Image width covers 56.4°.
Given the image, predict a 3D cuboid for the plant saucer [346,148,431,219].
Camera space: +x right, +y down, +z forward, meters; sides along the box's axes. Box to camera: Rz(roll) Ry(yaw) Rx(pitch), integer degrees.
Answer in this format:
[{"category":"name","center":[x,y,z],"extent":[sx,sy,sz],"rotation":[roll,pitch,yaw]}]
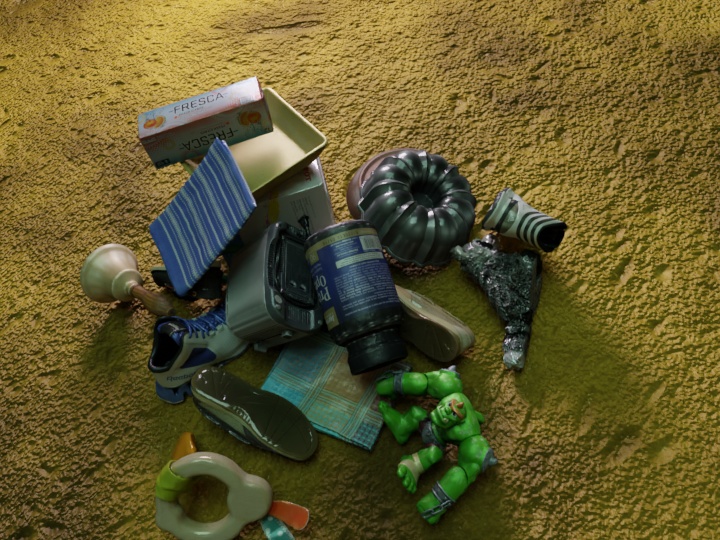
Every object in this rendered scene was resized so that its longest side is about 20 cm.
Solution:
[{"category":"plant saucer","center":[0.069,-0.152,1.186],"extent":[0.198,0.037,0.202],"rotation":[-6,52,8]}]

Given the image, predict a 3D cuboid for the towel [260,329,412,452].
[{"category":"towel","center":[-0.041,0.164,0.983],"extent":[0.198,0.022,0.147],"rotation":[17,60,23]}]

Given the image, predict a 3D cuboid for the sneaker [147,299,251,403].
[{"category":"sneaker","center":[-0.243,0.100,1.014],"extent":[0.080,0.116,0.199],"rotation":[32,65,29]}]

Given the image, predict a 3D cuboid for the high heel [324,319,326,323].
[{"category":"high heel","center":[0.000,0.000,1.070],"extent":[0.198,0.072,0.143],"rotation":[-24,57,-1]}]

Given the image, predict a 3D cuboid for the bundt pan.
[{"category":"bundt pan","center":[0.100,-0.111,1.071],"extent":[0.199,0.076,0.204],"rotation":[9,59,-15]}]

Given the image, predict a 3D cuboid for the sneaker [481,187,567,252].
[{"category":"sneaker","center":[0.250,-0.067,1.023],"extent":[0.115,0.200,0.076],"rotation":[31,104,9]}]

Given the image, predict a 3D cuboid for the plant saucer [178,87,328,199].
[{"category":"plant saucer","center":[-0.175,-0.185,1.069],"extent":[0.199,0.049,0.200],"rotation":[-36,54,-12]}]

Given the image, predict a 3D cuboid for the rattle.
[{"category":"rattle","center":[-0.167,0.296,0.907],"extent":[0.197,0.143,0.132],"rotation":[4,86,-4]}]

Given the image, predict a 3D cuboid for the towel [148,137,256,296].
[{"category":"towel","center":[-0.236,-0.076,0.984],"extent":[0.200,0.024,0.146],"rotation":[-45,58,25]}]

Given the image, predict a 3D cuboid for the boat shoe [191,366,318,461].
[{"category":"boat shoe","center":[-0.151,0.208,0.947],"extent":[0.199,0.066,0.072],"rotation":[29,47,7]}]

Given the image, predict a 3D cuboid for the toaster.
[{"category":"toaster","center":[-0.131,0.020,1.016],"extent":[0.129,0.113,0.202],"rotation":[-27,54,37]}]

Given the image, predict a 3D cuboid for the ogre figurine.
[{"category":"ogre figurine","center":[0.098,0.207,0.879],"extent":[0.119,0.098,0.201],"rotation":[-29,37,11]}]

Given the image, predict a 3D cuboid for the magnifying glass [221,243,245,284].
[{"category":"magnifying glass","center":[-0.159,-0.019,1.119],"extent":[0.197,0.080,0.023],"rotation":[-7,47,-6]}]

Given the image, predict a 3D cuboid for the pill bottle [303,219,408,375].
[{"category":"pill bottle","center":[-0.003,0.039,0.956],"extent":[0.111,0.112,0.202],"rotation":[-18,77,-2]}]

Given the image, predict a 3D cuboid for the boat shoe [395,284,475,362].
[{"category":"boat shoe","center":[0.080,0.069,1.007],"extent":[0.199,0.072,0.064],"rotation":[34,32,32]}]

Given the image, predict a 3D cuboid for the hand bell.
[{"category":"hand bell","center":[-0.353,0.036,1.070],"extent":[0.199,0.105,0.104],"rotation":[23,61,39]}]

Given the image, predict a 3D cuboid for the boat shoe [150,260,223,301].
[{"category":"boat shoe","center":[-0.284,0.019,1.081],"extent":[0.073,0.064,0.200],"rotation":[-3,1,-39]}]

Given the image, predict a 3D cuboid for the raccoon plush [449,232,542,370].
[{"category":"raccoon plush","center":[0.188,0.035,0.990],"extent":[0.133,0.097,0.201],"rotation":[5,55,26]}]

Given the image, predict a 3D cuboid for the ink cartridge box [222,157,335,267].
[{"category":"ink cartridge box","center":[-0.152,-0.118,1.137],"extent":[0.198,0.145,0.148],"rotation":[-15,51,1]}]

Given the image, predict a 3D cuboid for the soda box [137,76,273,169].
[{"category":"soda box","center":[-0.239,-0.229,1.044],"extent":[0.198,0.069,0.064],"rotation":[-17,51,0]}]
